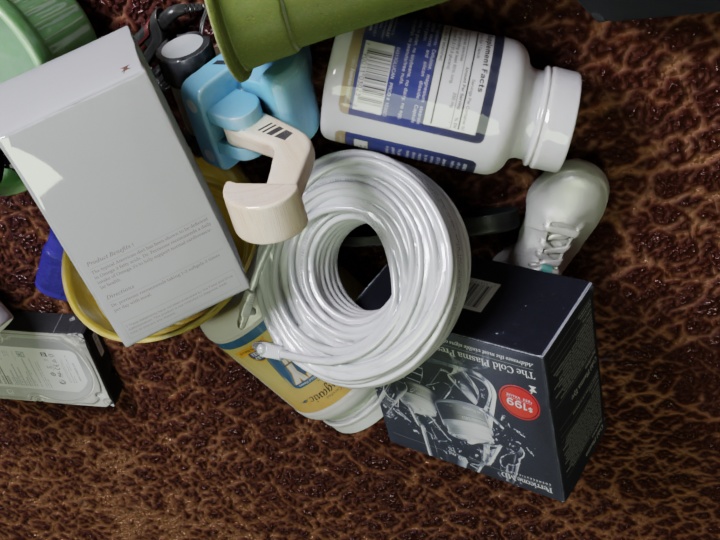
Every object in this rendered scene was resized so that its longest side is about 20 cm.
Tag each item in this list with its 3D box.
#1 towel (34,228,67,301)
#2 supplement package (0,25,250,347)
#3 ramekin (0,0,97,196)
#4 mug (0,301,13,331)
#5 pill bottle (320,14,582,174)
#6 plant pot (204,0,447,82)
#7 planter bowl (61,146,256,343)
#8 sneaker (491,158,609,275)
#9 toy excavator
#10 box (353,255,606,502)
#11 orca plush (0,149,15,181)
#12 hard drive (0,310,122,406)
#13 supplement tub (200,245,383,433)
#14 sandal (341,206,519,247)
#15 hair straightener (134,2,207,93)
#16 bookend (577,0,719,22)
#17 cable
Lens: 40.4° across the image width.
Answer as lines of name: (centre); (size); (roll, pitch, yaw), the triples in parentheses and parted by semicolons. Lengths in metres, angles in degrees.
towel: (-0.260, -0.029, 1.049); (0.146, 0.050, 0.201); (19, 136, -14)
supplement package: (-0.184, -0.066, 0.774); (0.116, 0.118, 0.201); (-24, 124, -4)
ramekin: (-0.321, -0.176, 0.852); (0.198, 0.098, 0.202); (12, 126, 17)
mug: (-0.518, 0.044, 1.119); (0.176, 0.148, 0.199); (49, 143, -8)
pill bottle: (0.073, -0.141, 0.799); (0.197, 0.112, 0.112); (13, 136, 2)
plant pot: (-0.009, -0.247, 0.684); (0.187, 0.201, 0.202); (-8, 133, 4)
planter bowl: (-0.174, -0.010, 0.929); (0.198, 0.203, 0.084); (-1, 153, 16)
sneaker: (0.173, -0.012, 0.917); (0.074, 0.089, 0.201); (19, 137, -5)
toy excavator: (-0.078, -0.118, 0.771); (0.199, 0.194, 0.101); (22, 143, 35)
box: (0.114, 0.092, 0.915); (0.198, 0.104, 0.184); (13, 135, 35)
orca plush: (-0.302, -0.075, 0.801); (0.070, 0.105, 0.203); (-1, 103, -21)
hard drive: (-0.413, 0.110, 1.231); (0.197, 0.038, 0.141); (4, 134, 12)
supplement tub: (-0.052, 0.061, 1.009); (0.144, 0.146, 0.200); (-27, 122, 35)
sandal: (0.052, -0.055, 0.932); (0.198, 0.075, 0.049); (-5, 99, 18)
hair straightener: (-0.195, -0.172, 0.891); (0.199, 0.041, 0.077); (-33, 104, 31)
bookend: (0.233, -0.270, 0.626); (0.092, 0.200, 0.200); (37, 176, -22)
cable: (0.000, 0.000, 0.839); (0.198, 0.069, 0.202); (22, 101, 29)
